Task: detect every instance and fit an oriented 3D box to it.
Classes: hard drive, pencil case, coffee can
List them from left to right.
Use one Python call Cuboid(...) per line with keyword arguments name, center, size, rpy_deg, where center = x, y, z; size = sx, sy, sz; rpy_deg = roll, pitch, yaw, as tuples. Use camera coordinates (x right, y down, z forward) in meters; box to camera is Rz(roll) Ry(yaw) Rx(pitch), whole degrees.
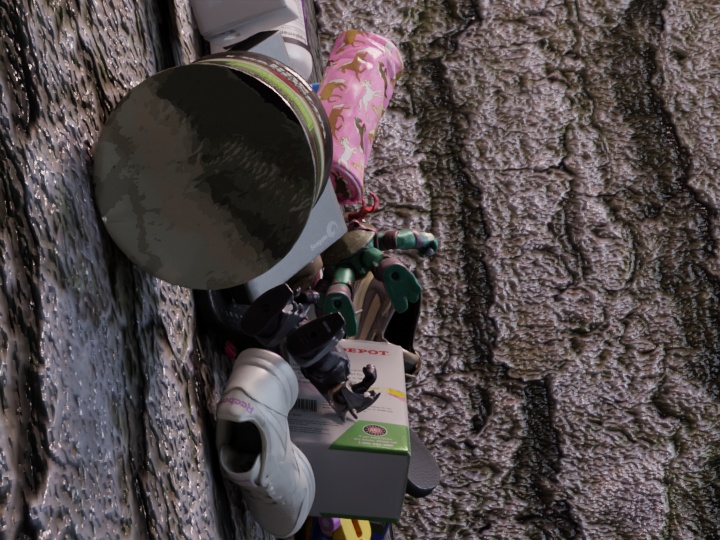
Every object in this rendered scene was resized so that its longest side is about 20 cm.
Cuboid(name="coffee can", center=(-0.096, -0.076, 1.089), size=(0.200, 0.145, 0.148), rpy_deg=(-79, 160, -79))
Cuboid(name="hard drive", center=(-0.091, -0.090, 1.364), size=(0.139, 0.033, 0.201), rpy_deg=(-40, 120, -41))
Cuboid(name="pencil case", center=(-0.013, -0.162, 1.640), size=(0.087, 0.082, 0.201), rpy_deg=(104, 2, -57))

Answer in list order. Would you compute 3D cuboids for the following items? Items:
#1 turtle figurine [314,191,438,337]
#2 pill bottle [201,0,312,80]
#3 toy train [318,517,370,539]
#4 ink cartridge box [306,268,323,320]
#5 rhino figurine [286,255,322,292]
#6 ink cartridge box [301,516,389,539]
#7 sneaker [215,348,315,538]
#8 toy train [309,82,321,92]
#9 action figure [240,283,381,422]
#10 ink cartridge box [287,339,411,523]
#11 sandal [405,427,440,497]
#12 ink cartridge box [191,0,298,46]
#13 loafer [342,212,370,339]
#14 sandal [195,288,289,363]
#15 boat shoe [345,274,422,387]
Cuboid(name="turtle figurine", center=(0.000, 0.000, 1.562), size=(0.101, 0.150, 0.200), rpy_deg=(45, 9, -15))
Cuboid(name="pill bottle", center=(-0.109, -0.244, 1.609), size=(0.111, 0.111, 0.202), rpy_deg=(68, 13, -75))
Cuboid(name="toy train", center=(-0.054, 0.277, 1.592), size=(0.150, 0.055, 0.202), rpy_deg=(12, 72, -44))
Cuboid(name="ink cartridge box", center=(-0.080, 0.001, 1.690), size=(0.200, 0.083, 0.146), rpy_deg=(-92, 172, -58))
Cuboid(name="rhino figurine", center=(-0.092, -0.045, 1.553), size=(0.201, 0.087, 0.060), rpy_deg=(-108, -172, -47))
Cuboid(name="ink cartridge box", center=(-0.016, 0.267, 1.748), size=(0.200, 0.076, 0.137), rpy_deg=(-97, -157, -58))
Cuboid(name="sneaker", center=(-0.093, 0.166, 1.341), size=(0.100, 0.074, 0.201), rpy_deg=(-60, 149, -47))
Cuboid(name="toy train", center=(-0.088, -0.172, 1.748), size=(0.200, 0.113, 0.087), rpy_deg=(-64, 144, -85))
Cuboid(name="action figure", center=(-0.037, 0.070, 1.396), size=(0.130, 0.069, 0.200), rpy_deg=(44, -3, 18))
Cuboid(name="ink cartridge box", center=(-0.030, 0.149, 1.510), size=(0.200, 0.144, 0.085), rpy_deg=(-92, -171, -63))
Cuboid(name="sandal", center=(0.031, 0.193, 1.731), size=(0.076, 0.043, 0.200), rpy_deg=(26, 17, -31))
Cuboid(name="ink cartridge box", center=(-0.127, -0.315, 1.410), size=(0.145, 0.083, 0.201), rpy_deg=(-66, 138, -84))
Cuboid(name="loafer", center=(0.007, 0.020, 1.771), size=(0.071, 0.072, 0.201), rpy_deg=(-90, 173, -66))
Cuboid(name="sandal", center=(-0.115, 0.046, 1.415), size=(0.200, 0.045, 0.076), rpy_deg=(39, 35, -63))
Cuboid(name="boat shoe", center=(0.023, 0.094, 1.645), size=(0.074, 0.073, 0.202), rpy_deg=(14, 78, -46))
